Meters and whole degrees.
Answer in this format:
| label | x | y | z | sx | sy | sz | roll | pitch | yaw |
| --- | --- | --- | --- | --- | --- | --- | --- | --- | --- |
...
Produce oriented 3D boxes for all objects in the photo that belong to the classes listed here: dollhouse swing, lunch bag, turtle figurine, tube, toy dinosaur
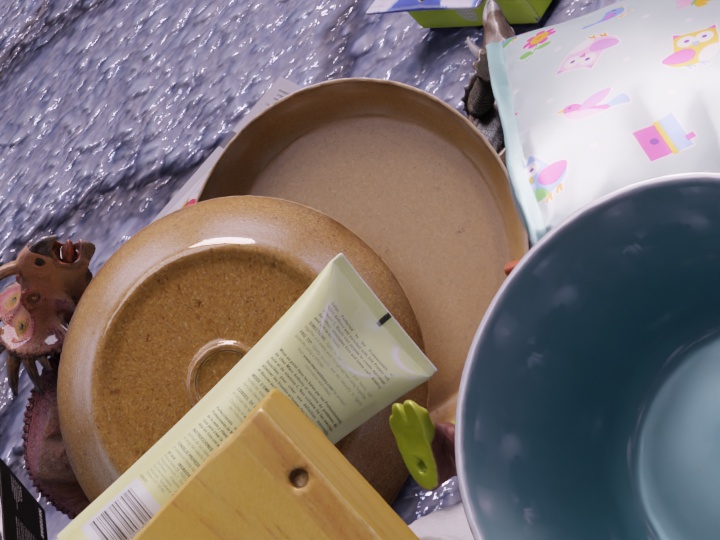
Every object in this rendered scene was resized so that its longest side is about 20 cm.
| label | x | y | z | sx | sy | sz | roll | pitch | yaw |
| --- | --- | --- | --- | --- | --- | --- | --- | --- | --- |
| dollhouse swing | -0.050 | 0.174 | 1.079 | 0.200 | 0.176 | 0.182 | -47 | 69 | 5 |
| lunch bag | 0.151 | -0.054 | 1.121 | 0.169 | 0.123 | 0.200 | -18 | 21 | 6 |
| turtle figurine | 0.095 | 0.055 | 1.151 | 0.161 | 0.065 | 0.199 | -24 | 32 | -31 |
| tube | -0.059 | 0.086 | 1.218 | 0.200 | 0.058 | 0.052 | -42 | 47 | -5 |
| toy dinosaur | 0.066 | -0.058 | 1.360 | 0.102 | 0.076 | 0.201 | 97 | -164 | -75 |
| toy dinosaur | -0.156 | 0.072 | 1.361 | 0.086 | 0.135 | 0.202 | 20 | 108 | 57 |

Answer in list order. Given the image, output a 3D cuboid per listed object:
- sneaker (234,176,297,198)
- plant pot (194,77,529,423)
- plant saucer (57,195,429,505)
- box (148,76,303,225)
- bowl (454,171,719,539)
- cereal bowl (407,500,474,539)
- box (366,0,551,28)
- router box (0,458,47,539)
| label | x | y | z | sx | sy | sz | roll | pitch | yaw |
| --- | --- | --- | --- | --- | --- | --- | --- | --- | --- |
| sneaker | -0.055 | -0.003 | 1.394 | 0.200 | 0.116 | 0.074 | -46 | 31 | 1 |
| plant pot | 0.000 | 0.000 | 1.299 | 0.198 | 0.027 | 0.202 | -2 | 86 | 24 |
| plant saucer | -0.065 | 0.059 | 1.266 | 0.200 | 0.200 | 0.035 | -44 | -12 | 2 |
| box | -0.074 | -0.021 | 1.518 | 0.200 | 0.041 | 0.156 | -49 | 29 | -5 |
| bowl | 0.149 | 0.069 | 1.003 | 0.199 | 0.105 | 0.203 | -7 | 76 | 28 |
| cereal bowl | 0.037 | 0.177 | 1.080 | 0.199 | 0.083 | 0.201 | -31 | 32 | 22 |
| box | 0.100 | -0.225 | 1.542 | 0.122 | 0.048 | 0.201 | 4 | 56 | 55 |
| router box | -0.227 | 0.205 | 1.207 | 0.156 | 0.052 | 0.201 | -25 | 40 | 10 |
